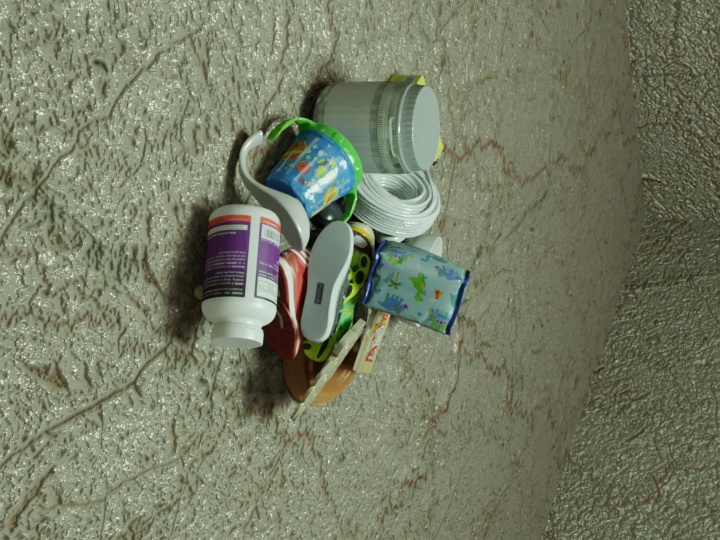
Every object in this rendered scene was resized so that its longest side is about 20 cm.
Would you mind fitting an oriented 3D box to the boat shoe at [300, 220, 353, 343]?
[{"bbox_3d":[-0.051,0.019,1.373,0.057,0.068,0.202,11,93,-68],"label":"boat shoe"}]

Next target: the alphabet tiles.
[{"bbox_3d":[-0.057,0.172,1.441,0.201,0.015,0.196,-58,172,27],"label":"alphabet tiles"}]

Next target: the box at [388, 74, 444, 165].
[{"bbox_3d":[0.115,-0.314,1.756,0.050,0.075,0.201,-58,144,-34],"label":"box"}]

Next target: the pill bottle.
[{"bbox_3d":[-0.179,0.010,1.255,0.112,0.111,0.202,32,57,-58],"label":"pill bottle"}]

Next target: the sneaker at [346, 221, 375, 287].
[{"bbox_3d":[0.000,0.000,1.577,0.091,0.074,0.201,-67,149,-30],"label":"sneaker"}]

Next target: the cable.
[{"bbox_3d":[0.056,-0.148,1.592,0.198,0.201,0.069,3,136,-29],"label":"cable"}]

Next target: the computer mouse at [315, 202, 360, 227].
[{"bbox_3d":[-0.024,-0.097,1.589,0.200,0.034,0.059,11,48,-61],"label":"computer mouse"}]

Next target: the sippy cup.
[{"bbox_3d":[-0.086,-0.155,1.405,0.130,0.177,0.140,-47,171,-28],"label":"sippy cup"}]

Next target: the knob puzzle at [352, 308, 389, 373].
[{"bbox_3d":[0.026,0.094,1.593,0.220,0.030,0.222,19,90,-79],"label":"knob puzzle"}]

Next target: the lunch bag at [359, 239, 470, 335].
[{"bbox_3d":[0.102,0.019,1.476,0.200,0.169,0.128,-58,166,-71],"label":"lunch bag"}]

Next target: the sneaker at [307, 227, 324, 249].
[{"bbox_3d":[-0.079,0.028,1.513,0.091,0.075,0.202,51,55,-57],"label":"sneaker"}]

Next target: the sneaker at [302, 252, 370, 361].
[{"bbox_3d":[-0.043,0.060,1.447,0.201,0.074,0.084,-65,169,-4],"label":"sneaker"}]

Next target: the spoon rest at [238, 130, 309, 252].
[{"bbox_3d":[-0.138,-0.118,1.311,0.060,0.201,0.099,-24,169,-16],"label":"spoon rest"}]

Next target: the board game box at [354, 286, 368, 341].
[{"bbox_3d":[-0.022,0.077,1.667,0.120,0.032,0.202,2,96,-56],"label":"board game box"}]

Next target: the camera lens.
[{"bbox_3d":[0.024,-0.252,1.479,0.160,0.198,0.162,5,90,-66],"label":"camera lens"}]

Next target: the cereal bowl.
[{"bbox_3d":[0.111,0.014,1.799,0.200,0.083,0.202,16,90,-77],"label":"cereal bowl"}]

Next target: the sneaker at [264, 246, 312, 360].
[{"bbox_3d":[-0.100,0.048,1.406,0.115,0.078,0.202,-35,139,-41],"label":"sneaker"}]

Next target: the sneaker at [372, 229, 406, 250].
[{"bbox_3d":[0.063,-0.042,1.665,0.200,0.072,0.113,-87,174,-74],"label":"sneaker"}]

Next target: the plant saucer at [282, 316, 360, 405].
[{"bbox_3d":[-0.063,0.156,1.572,0.199,0.037,0.202,-11,105,-48],"label":"plant saucer"}]

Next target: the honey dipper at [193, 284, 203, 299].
[{"bbox_3d":[-0.193,0.020,1.350,0.199,0.038,0.038,-10,106,-56],"label":"honey dipper"}]
